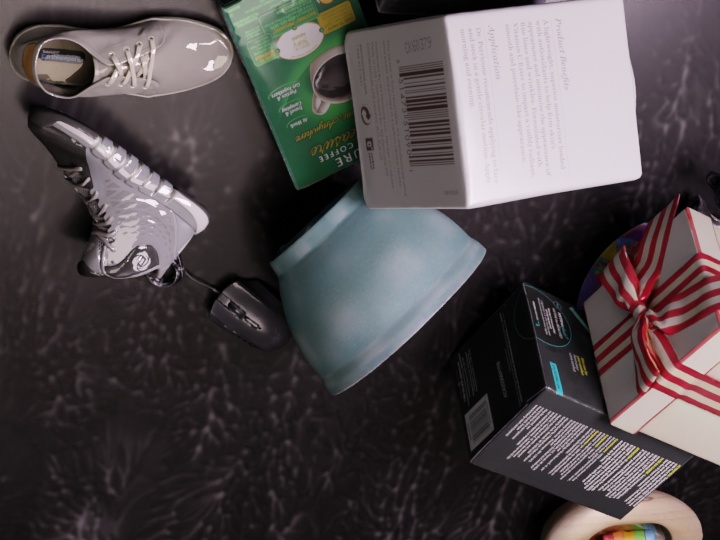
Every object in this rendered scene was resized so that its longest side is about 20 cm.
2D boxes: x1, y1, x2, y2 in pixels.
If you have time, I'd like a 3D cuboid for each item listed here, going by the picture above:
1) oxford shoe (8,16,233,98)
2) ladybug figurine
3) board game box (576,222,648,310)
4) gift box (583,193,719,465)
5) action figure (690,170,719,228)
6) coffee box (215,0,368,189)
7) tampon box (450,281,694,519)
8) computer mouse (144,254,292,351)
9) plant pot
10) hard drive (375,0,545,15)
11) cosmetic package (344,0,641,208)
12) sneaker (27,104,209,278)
[{"bbox_3d":[-0.207,-0.183,1.515,0.199,0.058,0.075,-2,114,-20],"label":"oxford shoe"},{"bbox_3d":[0.287,0.296,1.920,0.199,0.072,0.136,3,116,-20],"label":"ladybug figurine"},{"bbox_3d":[0.328,0.038,1.820,0.199,0.039,0.159,11,112,-24],"label":"board game box"},{"bbox_3d":[0.338,0.052,1.684,0.186,0.185,0.200,22,124,-27],"label":"gift box"},{"bbox_3d":[0.431,-0.035,1.777,0.199,0.102,0.119,14,138,-28],"label":"action figure"},{"bbox_3d":[-0.044,-0.185,1.577,0.123,0.044,0.200,-27,121,-5],"label":"coffee box"},{"bbox_3d":[0.215,0.136,1.752,0.200,0.150,0.126,24,126,-27],"label":"tampon box"},{"bbox_3d":[-0.141,0.021,1.655,0.200,0.034,0.059,33,103,-29],"label":"computer mouse"},{"bbox_3d":[0.000,0.000,1.617,0.200,0.200,0.134,-43,95,6],"label":"plant pot"},{"bbox_3d":[0.109,-0.289,1.528,0.199,0.042,0.135,-9,143,-37],"label":"hard drive"},{"bbox_3d":[0.118,-0.148,1.529,0.199,0.165,0.166,-10,97,-32],"label":"cosmetic package"},{"bbox_3d":[-0.236,-0.055,1.546,0.200,0.075,0.116,35,86,-30],"label":"sneaker"}]
